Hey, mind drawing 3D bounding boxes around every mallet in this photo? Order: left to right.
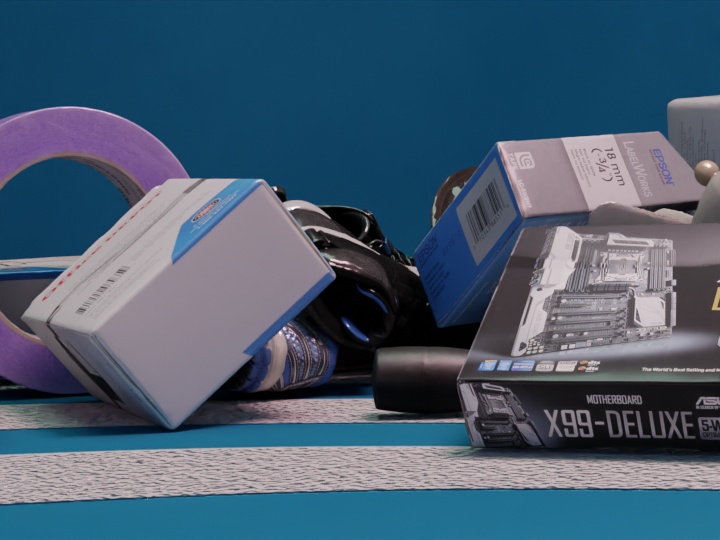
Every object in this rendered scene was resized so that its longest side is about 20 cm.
[{"bbox_3d":[0.029,0.069,1.364,0.065,0.042,0.200,1,-1,-7],"label":"mallet"}]

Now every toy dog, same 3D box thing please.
[{"bbox_3d":[0.167,-0.003,1.337,0.200,0.097,0.132,-40,-20,4],"label":"toy dog"}]

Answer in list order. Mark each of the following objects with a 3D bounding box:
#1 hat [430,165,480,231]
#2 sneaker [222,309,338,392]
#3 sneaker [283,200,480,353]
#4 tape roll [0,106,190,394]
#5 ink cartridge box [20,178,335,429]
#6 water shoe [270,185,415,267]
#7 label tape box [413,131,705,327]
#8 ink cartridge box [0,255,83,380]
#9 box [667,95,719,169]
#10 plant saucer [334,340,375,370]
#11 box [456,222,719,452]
[{"bbox_3d":[0.130,0.014,1.563,0.199,0.081,0.201,15,39,-13],"label":"hat"},{"bbox_3d":[-0.070,0.053,1.480,0.084,0.078,0.200,8,7,-19],"label":"sneaker"},{"bbox_3d":[0.018,0.035,1.455,0.199,0.073,0.112,31,12,-28],"label":"sneaker"},{"bbox_3d":[-0.214,-0.015,1.491,0.198,0.202,0.085,-3,2,-18],"label":"tape roll"},{"bbox_3d":[-0.122,0.016,1.348,0.145,0.084,0.200,-44,16,-14],"label":"ink cartridge box"},{"bbox_3d":[0.000,0.000,1.525,0.199,0.072,0.079,17,-42,-21],"label":"water shoe"},{"bbox_3d":[0.156,-0.030,1.435,0.199,0.064,0.144,-6,-28,-29],"label":"label tape box"},{"bbox_3d":[-0.249,0.035,1.653,0.145,0.085,0.200,-3,4,-22],"label":"ink cartridge box"},{"bbox_3d":[0.357,-0.039,1.611,0.197,0.202,0.171,-3,5,-12],"label":"box"},{"bbox_3d":[-0.060,0.054,1.651,0.198,0.037,0.200,-2,4,0],"label":"plant saucer"},{"bbox_3d":[0.169,0.034,1.146,0.198,0.050,0.158,0,33,21],"label":"box"}]
